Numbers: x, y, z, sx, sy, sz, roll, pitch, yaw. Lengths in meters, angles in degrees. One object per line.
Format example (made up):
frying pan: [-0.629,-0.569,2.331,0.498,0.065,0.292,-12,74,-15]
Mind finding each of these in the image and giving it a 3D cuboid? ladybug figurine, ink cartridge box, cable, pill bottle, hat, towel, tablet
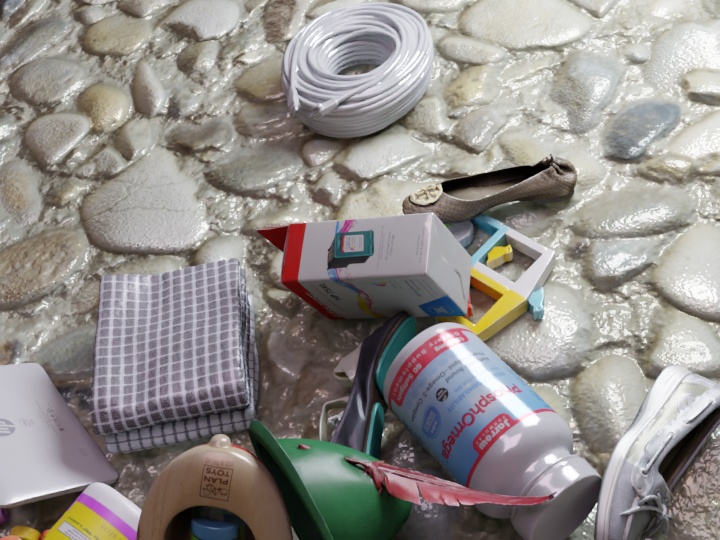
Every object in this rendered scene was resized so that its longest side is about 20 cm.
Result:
ladybug figurine: [-0.119,0.231,0.878,0.134,0.202,0.072,9,15,5]
ink cartridge box: [0.000,0.000,1.046,0.198,0.116,0.068,-3,67,26]
cable: [-0.003,-0.257,1.310,0.198,0.070,0.201,-15,48,2]
pill bottle: [-0.260,0.293,0.900,0.104,0.105,0.200,23,60,30]
hat: [0.025,0.175,0.890,0.175,0.166,0.201,-28,67,-16]
pill bottle: [0.116,0.145,0.915,0.108,0.109,0.200,-34,50,-14]
towel: [-0.192,0.079,1.072,0.164,0.086,0.201,-13,49,4]
tablet: [-0.345,0.160,1.046,0.129,0.014,0.200,-5,35,-43]

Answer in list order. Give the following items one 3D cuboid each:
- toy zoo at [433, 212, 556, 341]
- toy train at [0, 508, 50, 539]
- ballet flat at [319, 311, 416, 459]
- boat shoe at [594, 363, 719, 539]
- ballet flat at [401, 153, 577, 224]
toy zoo: [0.114,-0.002,1.096,0.131,0.021,0.199,-43,53,-20]
toy train: [-0.336,0.230,1.007,0.150,0.056,0.199,-42,53,-19]
ballet flat: [0.000,0.121,0.996,0.072,0.073,0.201,5,55,19]
boat shoe: [0.257,0.167,0.883,0.064,0.075,0.202,17,50,32]
ballet flat: [0.141,-0.092,1.123,0.198,0.047,0.068,-9,40,-6]
